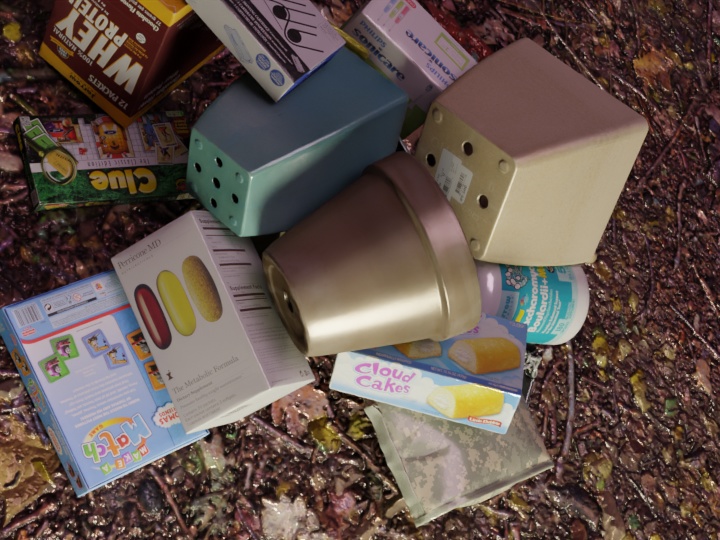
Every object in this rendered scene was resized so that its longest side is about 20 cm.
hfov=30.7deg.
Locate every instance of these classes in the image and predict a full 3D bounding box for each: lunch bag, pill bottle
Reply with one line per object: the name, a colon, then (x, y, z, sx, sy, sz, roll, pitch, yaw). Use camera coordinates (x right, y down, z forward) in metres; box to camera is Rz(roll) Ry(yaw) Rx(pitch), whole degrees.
lunch bag: (0.097, 0.190, 1.493, 0.200, 0.118, 0.164, -12, 75, -41)
pill bottle: (0.160, 0.027, 1.530, 0.200, 0.111, 0.111, 6, 67, -32)

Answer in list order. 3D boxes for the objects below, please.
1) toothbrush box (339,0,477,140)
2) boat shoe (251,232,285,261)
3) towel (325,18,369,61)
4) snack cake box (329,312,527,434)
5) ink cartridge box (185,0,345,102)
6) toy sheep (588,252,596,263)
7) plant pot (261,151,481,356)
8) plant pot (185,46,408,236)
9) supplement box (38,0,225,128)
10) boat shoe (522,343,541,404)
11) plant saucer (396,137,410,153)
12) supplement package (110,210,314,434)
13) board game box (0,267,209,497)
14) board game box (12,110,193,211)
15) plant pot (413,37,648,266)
toothbrush box: (0.016, -0.227, 1.569, 0.146, 0.200, 0.086, 43, 51, -10)
boat shoe: (-0.094, -0.025, 1.496, 0.068, 0.075, 0.200, 55, 37, -38)
towel: (-0.081, -0.197, 1.506, 0.086, 0.200, 0.018, 33, 23, -17)
snack cake box: (0.075, 0.093, 1.426, 0.200, 0.067, 0.115, 14, 42, 0)
ink cartridge box: (-0.115, -0.273, 1.315, 0.200, 0.044, 0.094, 48, 51, -3)
toy sheep: (0.210, -0.052, 1.671, 0.200, 0.138, 0.138, 15, 61, -8)
plant pot: (0.000, 0.000, 1.335, 0.173, 0.200, 0.200, -22, 82, -14)
plant pot: (-0.078, -0.130, 1.371, 0.141, 0.142, 0.200, 40, 51, 23)
supplement box: (-0.220, -0.302, 1.430, 0.133, 0.200, 0.197, 40, 52, 2)
boat shoe: (0.189, 0.107, 1.623, 0.073, 0.068, 0.200, 19, 60, -26)
plant saucer: (0.011, -0.102, 1.492, 0.039, 0.201, 0.201, -27, 86, -37)
supplement package: (-0.153, 0.051, 1.362, 0.200, 0.114, 0.109, 64, 20, 10)
board game box: (-0.262, 0.108, 1.338, 0.151, 0.037, 0.200, -22, 82, -40)
board game box: (-0.274, -0.123, 1.443, 0.200, 0.023, 0.105, -8, 76, -36)
plant pot: (0.167, -0.118, 1.480, 0.177, 0.200, 0.200, -20, 50, -41)
